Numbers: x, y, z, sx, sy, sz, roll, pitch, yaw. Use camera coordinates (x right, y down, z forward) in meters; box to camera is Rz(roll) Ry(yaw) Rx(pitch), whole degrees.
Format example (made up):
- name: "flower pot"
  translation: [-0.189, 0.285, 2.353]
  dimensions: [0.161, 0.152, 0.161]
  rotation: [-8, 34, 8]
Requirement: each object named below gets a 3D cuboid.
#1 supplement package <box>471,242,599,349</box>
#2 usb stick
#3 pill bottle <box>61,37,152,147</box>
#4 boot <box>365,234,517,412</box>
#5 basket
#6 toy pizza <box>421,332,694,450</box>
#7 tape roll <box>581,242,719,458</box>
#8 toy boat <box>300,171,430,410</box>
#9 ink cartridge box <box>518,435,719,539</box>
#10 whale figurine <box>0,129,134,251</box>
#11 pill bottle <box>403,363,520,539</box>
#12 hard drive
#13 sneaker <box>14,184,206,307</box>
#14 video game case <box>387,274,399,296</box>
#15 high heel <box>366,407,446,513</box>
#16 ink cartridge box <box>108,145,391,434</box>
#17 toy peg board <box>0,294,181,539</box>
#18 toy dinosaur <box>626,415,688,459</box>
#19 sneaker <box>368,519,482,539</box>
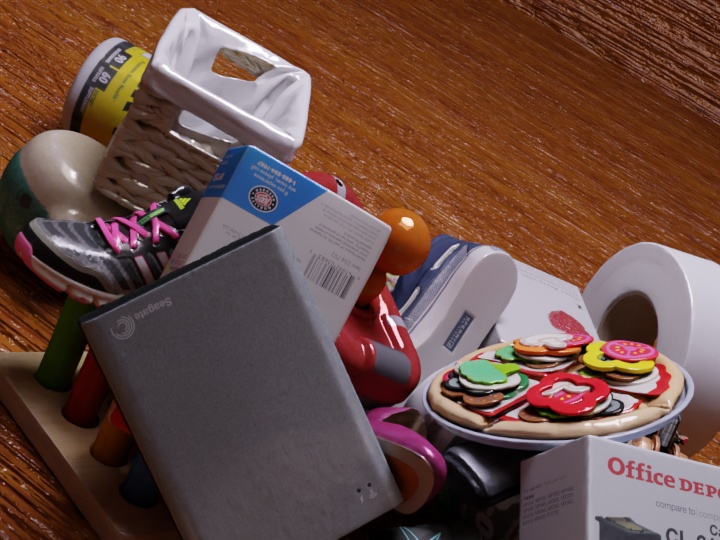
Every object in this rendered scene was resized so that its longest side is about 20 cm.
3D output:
- name: "supplement package"
  translation: [0.137, 0.084, 1.337]
  dimensions: [0.121, 0.120, 0.200]
  rotation: [23, 22, -14]
- name: "usb stick"
  translation: [0.142, 0.122, 1.084]
  dimensions: [0.200, 0.033, 0.055]
  rotation: [-18, 43, -35]
- name: "pill bottle"
  translation: [-0.186, -0.139, 1.488]
  dimensions: [0.200, 0.115, 0.114]
  rotation: [29, 22, 7]
- name: "boot"
  translation: [0.047, 0.059, 1.254]
  dimensions: [0.073, 0.200, 0.090]
  rotation: [47, -14, -31]
- name: "basket"
  translation: [-0.129, -0.118, 1.238]
  dimensions: [0.135, 0.124, 0.200]
  rotation: [29, 21, -11]
- name: "toy pizza"
  translation: [0.144, 0.080, 1.097]
  dimensions: [0.199, 0.032, 0.200]
  rotation: [-5, 17, 1]
- name: "tape roll"
  translation: [0.273, 0.077, 1.398]
  dimensions: [0.071, 0.203, 0.203]
  rotation: [15, 24, -23]
- name: "toy boat"
  translation: [0.000, 0.000, 1.154]
  dimensions: [0.130, 0.131, 0.200]
  rotation: [24, 34, -47]
- name: "ink cartridge box"
  translation: [0.183, 0.223, 0.983]
  dimensions: [0.145, 0.083, 0.201]
  rotation: [15, 64, -24]
- name: "whale figurine"
  translation: [-0.222, -0.018, 1.229]
  dimensions: [0.200, 0.104, 0.159]
  rotation: [53, 16, 4]
- name: "pill bottle"
  translation: [0.121, 0.166, 1.145]
  dimensions: [0.113, 0.113, 0.200]
  rotation: [5, 29, -43]
- name: "hard drive"
  translation: [-0.074, 0.090, 0.943]
  dimensions: [0.139, 0.201, 0.033]
  rotation: [-27, 11, -15]
- name: "sneaker"
  translation: [-0.142, -0.022, 1.042]
  dimensions: [0.199, 0.088, 0.074]
  rotation: [10, 27, -35]
- name: "video game case"
  translation: [-0.071, -0.034, 1.322]
  dimensions: [0.182, 0.022, 0.200]
  rotation: [6, 28, -38]
- name: "high heel"
  translation: [0.038, 0.122, 1.052]
  dimensions: [0.096, 0.200, 0.067]
  rotation: [-31, 88, -21]
- name: "ink cartridge box"
  translation: [-0.079, 0.031, 0.990]
  dimensions: [0.116, 0.200, 0.067]
  rotation: [30, -6, -17]
- name: "toy peg board"
  translation: [-0.126, 0.091, 1.057]
  dimensions: [0.200, 0.098, 0.199]
  rotation: [3, 31, -45]
- name: "toy dinosaur"
  translation: [0.223, 0.172, 1.214]
  dimensions: [0.102, 0.136, 0.200]
  rotation: [32, 22, 13]
- name: "sneaker"
  translation: [0.043, 0.231, 0.991]
  dimensions: [0.079, 0.076, 0.200]
  rotation: [10, 17, -4]
